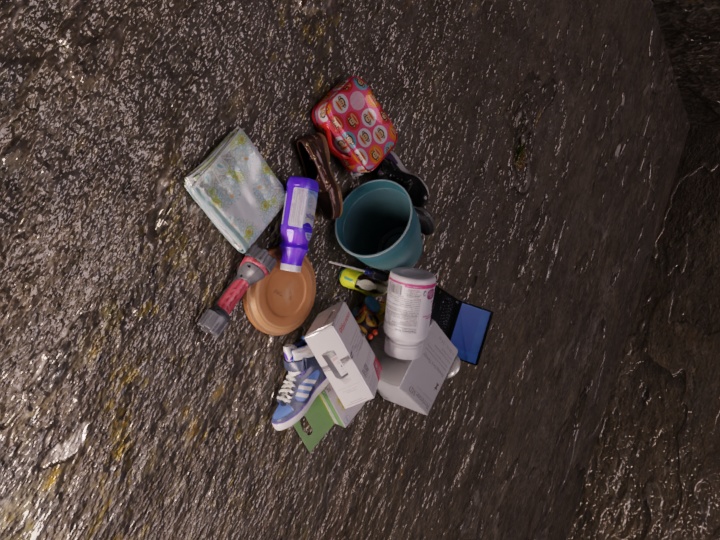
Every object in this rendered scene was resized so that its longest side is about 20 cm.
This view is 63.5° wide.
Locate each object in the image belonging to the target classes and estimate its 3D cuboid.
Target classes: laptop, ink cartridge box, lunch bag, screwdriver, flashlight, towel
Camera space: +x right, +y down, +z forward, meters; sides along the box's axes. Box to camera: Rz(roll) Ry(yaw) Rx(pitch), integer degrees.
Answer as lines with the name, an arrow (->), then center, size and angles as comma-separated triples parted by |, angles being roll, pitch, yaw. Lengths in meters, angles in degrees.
laptop -> 0.291, 0.169, 1.763 | 0.199, 0.102, 0.180 | 31, 74, -44
ink cartridge box -> -0.077, 0.339, 1.452 | 0.200, 0.047, 0.147 | -47, 127, -33
lunch bag -> -0.017, -0.329, 1.364 | 0.201, 0.081, 0.177 | 52, 59, -25
screwdriver -> 0.000, 0.000, 1.413 | 0.198, 0.029, 0.028 | 14, 102, -47
ink cartridge box -> -0.036, 0.194, 1.363 | 0.202, 0.084, 0.146 | 63, 17, -12
flashlight -> -0.252, 0.043, 1.193 | 0.201, 0.067, 0.068 | -57, 158, -21
towel -> -0.247, -0.164, 1.194 | 0.172, 0.048, 0.201 | -53, 130, -25

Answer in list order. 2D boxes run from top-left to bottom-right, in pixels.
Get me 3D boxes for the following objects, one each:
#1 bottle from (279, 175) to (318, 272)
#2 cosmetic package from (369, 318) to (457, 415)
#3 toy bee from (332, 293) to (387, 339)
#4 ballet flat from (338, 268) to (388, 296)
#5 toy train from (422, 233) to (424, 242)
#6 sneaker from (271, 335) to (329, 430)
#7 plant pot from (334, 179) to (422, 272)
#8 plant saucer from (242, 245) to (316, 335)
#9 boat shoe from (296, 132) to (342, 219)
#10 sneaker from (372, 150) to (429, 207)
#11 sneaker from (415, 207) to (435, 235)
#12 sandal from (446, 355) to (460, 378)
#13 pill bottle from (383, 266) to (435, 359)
bottle -> -0.137, -0.099, 1.264 | 0.083, 0.064, 0.204 | 4, 95, -77
cosmetic package -> 0.126, 0.242, 1.559 | 0.168, 0.165, 0.202 | 48, 64, -39
toy bee -> 0.019, 0.127, 1.473 | 0.198, 0.110, 0.131 | -9, 147, -36
ballet flat -> 0.029, 0.036, 1.496 | 0.198, 0.067, 0.068 | 13, 95, -46
toy train -> 0.135, -0.001, 1.615 | 0.149, 0.055, 0.204 | -9, 99, -59
sneaker -> -0.160, 0.245, 1.337 | 0.200, 0.080, 0.148 | -45, 117, -28
plant pot -> 0.064, -0.088, 1.436 | 0.188, 0.198, 0.203 | 44, 65, -57
plant saucer -> -0.175, 0.046, 1.314 | 0.198, 0.032, 0.204 | -8, 102, -44
boat shoe -> -0.098, -0.208, 1.326 | 0.070, 0.070, 0.203 | -31, 110, -46
sneaker -> 0.084, -0.221, 1.443 | 0.087, 0.200, 0.076 | -10, 137, -40
sneaker -> 0.124, -0.153, 1.569 | 0.200, 0.073, 0.083 | 43, 70, -30
sandal -> 0.233, 0.278, 1.654 | 0.049, 0.202, 0.083 | 33, 70, -16
pill bottle -> 0.114, 0.103, 1.404 | 0.112, 0.112, 0.203 | -8, 111, -44
